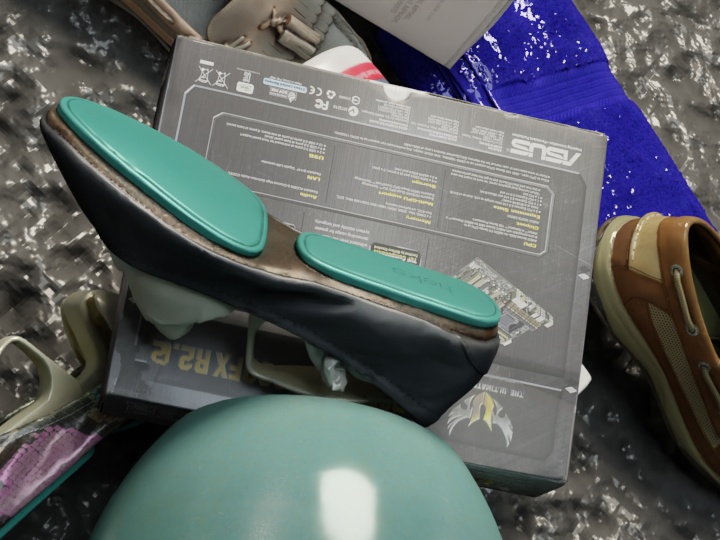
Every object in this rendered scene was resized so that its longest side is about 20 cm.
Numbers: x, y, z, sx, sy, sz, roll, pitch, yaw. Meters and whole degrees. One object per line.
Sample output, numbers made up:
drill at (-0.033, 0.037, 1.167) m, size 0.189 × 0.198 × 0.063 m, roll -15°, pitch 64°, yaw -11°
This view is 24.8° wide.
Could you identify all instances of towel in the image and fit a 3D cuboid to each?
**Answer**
towel at (0.113, -0.080, 0.942) m, size 0.147 × 0.050 × 0.201 m, roll -22°, pitch 76°, yaw -35°

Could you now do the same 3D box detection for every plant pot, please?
plant pot at (-0.026, 0.146, 0.633) m, size 0.199 × 0.201 × 0.162 m, roll 18°, pitch 59°, yaw -19°

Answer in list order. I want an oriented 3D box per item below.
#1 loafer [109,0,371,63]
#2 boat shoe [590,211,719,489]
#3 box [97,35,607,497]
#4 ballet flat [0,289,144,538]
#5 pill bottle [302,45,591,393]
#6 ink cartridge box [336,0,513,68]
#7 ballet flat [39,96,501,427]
loafer at (-0.079, -0.144, 0.850) m, size 0.199 × 0.063 × 0.072 m, roll 32°, pitch 81°, yaw -7°
boat shoe at (0.199, 0.051, 0.876) m, size 0.200 × 0.074 × 0.076 m, roll 49°, pitch 53°, yaw -20°
box at (0.000, 0.000, 0.704) m, size 0.198 × 0.048 × 0.160 m, roll 11°, pitch 74°, yaw -9°
ballet flat at (-0.127, 0.053, 0.716) m, size 0.199 × 0.069 × 0.072 m, roll -35°, pitch 102°, yaw -35°
pill bottle at (0.015, 0.003, 0.794) m, size 0.200 × 0.120 × 0.119 m, roll 50°, pitch 52°, yaw 5°
ink cartridge box at (0.001, -0.225, 0.884) m, size 0.199 × 0.085 × 0.146 m, roll 28°, pitch 50°, yaw -12°
ballet flat at (-0.042, 0.006, 0.635) m, size 0.199 × 0.073 × 0.074 m, roll 26°, pitch 54°, yaw -10°
